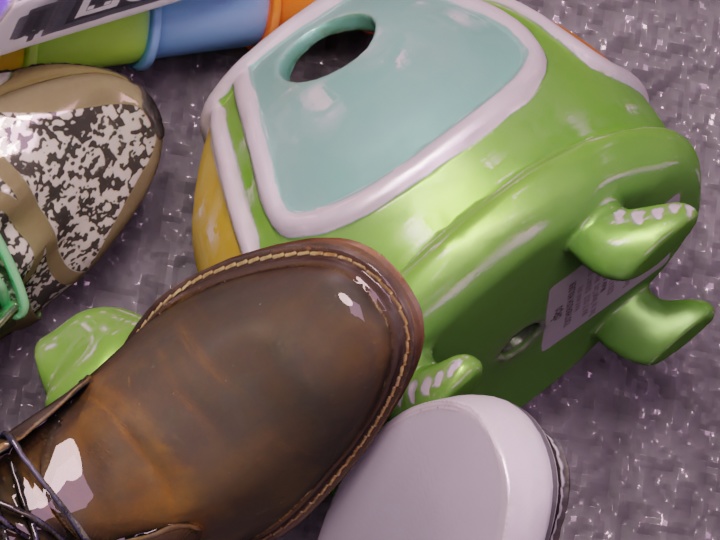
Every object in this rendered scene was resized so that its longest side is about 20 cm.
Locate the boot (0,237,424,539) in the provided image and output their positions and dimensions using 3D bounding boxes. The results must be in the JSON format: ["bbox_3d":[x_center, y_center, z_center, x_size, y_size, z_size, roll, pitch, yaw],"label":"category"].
[{"bbox_3d":[-0.069,0.064,0.792,0.075,0.200,0.097,52,36,-2],"label":"boot"}]

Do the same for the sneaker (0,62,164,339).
[{"bbox_3d":[-0.126,0.019,0.843,0.200,0.088,0.077,-39,125,-16],"label":"sneaker"}]

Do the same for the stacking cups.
[{"bbox_3d":[-0.053,-0.094,0.913,0.199,0.060,0.061,-11,83,-20],"label":"stacking cups"}]

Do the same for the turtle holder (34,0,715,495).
[{"bbox_3d":[0.007,-0.001,0.887,0.186,0.141,0.132,-45,70,15],"label":"turtle holder"}]

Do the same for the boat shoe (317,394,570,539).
[{"bbox_3d":[0.020,0.101,0.837,0.056,0.200,0.069,-7,54,-28],"label":"boat shoe"}]

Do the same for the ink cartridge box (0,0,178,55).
[{"bbox_3d":[-0.110,-0.159,0.878,0.199,0.043,0.199,-21,70,-27],"label":"ink cartridge box"}]
